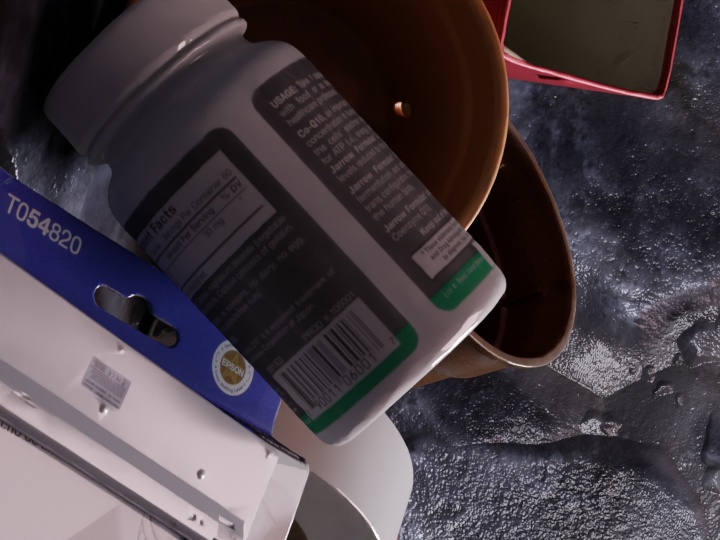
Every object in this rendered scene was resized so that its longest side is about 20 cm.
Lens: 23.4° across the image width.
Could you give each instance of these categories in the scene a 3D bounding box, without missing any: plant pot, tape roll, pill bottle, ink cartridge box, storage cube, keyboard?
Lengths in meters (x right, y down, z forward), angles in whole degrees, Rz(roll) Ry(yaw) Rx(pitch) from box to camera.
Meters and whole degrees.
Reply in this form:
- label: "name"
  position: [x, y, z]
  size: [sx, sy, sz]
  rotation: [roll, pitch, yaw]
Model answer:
- label: "plant pot"
  position: [0.000, 0.000, 1.109]
  size: [0.198, 0.200, 0.200]
  rotation: [-25, -155, 31]
- label: "tape roll"
  position: [-0.071, 0.129, 1.049]
  size: [0.203, 0.202, 0.071]
  rotation: [101, 7, -49]
- label: "pill bottle"
  position: [-0.039, -0.029, 0.774]
  size: [0.113, 0.200, 0.113]
  rotation: [-42, 180, 0]
- label: "plant pot"
  position: [-0.036, -0.084, 0.907]
  size: [0.140, 0.200, 0.200]
  rotation: [-170, -83, -79]
- label: "ink cartridge box"
  position: [-0.109, 0.086, 0.735]
  size: [0.200, 0.041, 0.200]
  rotation: [34, 64, -39]
- label: "storage cube"
  position: [0.082, -0.206, 1.059]
  size: [0.200, 0.180, 0.171]
  rotation: [5, 97, -50]
- label: "keyboard"
  position: [-0.107, 0.053, 0.706]
  size: [0.200, 0.011, 0.056]
  rotation: [40, 54, -36]

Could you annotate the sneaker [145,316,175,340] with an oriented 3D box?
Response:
- label: "sneaker"
  position: [-0.130, 0.108, 1.176]
  size: [0.080, 0.077, 0.200]
  rotation: [34, -58, 57]
